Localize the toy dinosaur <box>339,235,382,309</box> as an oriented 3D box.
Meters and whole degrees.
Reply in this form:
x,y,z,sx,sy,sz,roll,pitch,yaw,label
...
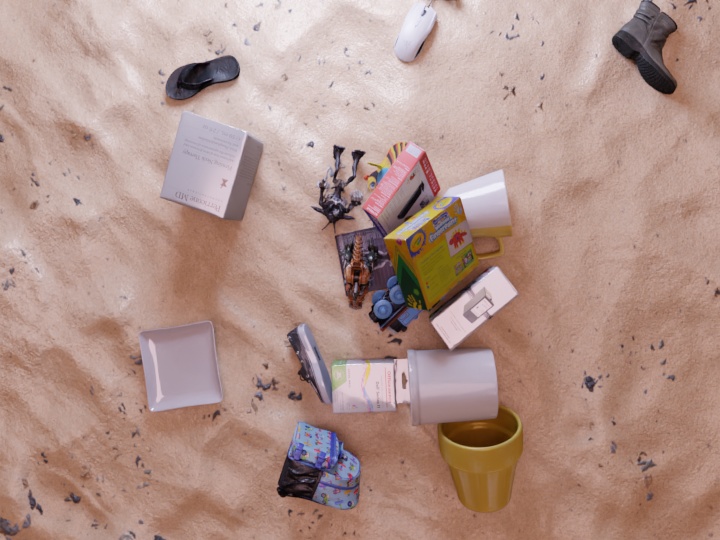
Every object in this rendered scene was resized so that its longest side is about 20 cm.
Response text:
x,y,z,sx,sy,sz,roll,pitch,yaw,label
0.000,0.000,1.492,0.099,0.138,0.202,20,136,-11,toy dinosaur

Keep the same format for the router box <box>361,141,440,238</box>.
x,y,z,sx,sy,sz,roll,pitch,yaw,label
0.098,-0.166,1.458,0.048,0.200,0.181,34,87,23,router box

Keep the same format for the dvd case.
x,y,z,sx,sy,sz,roll,pitch,yaw,label
0.045,-0.032,1.568,0.193,0.016,0.154,-12,90,5,dvd case

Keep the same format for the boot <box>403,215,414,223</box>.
x,y,z,sx,sy,sz,roll,pitch,yaw,label
0.167,-0.043,1.491,0.198,0.073,0.077,32,54,-33,boot

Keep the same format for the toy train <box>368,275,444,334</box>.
x,y,z,sx,sy,sz,roll,pitch,yaw,label
0.111,0.068,1.526,0.114,0.087,0.200,42,103,-17,toy train

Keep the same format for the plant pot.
x,y,z,sx,sy,sz,roll,pitch,yaw,label
0.281,0.441,1.489,0.194,0.201,0.195,-5,108,4,plant pot

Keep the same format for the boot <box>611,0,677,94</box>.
x,y,z,sx,sy,sz,roll,pitch,yaw,label
0.692,-0.522,1.483,0.131,0.068,0.200,-44,90,-1,boot

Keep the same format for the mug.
x,y,z,sx,sy,sz,roll,pitch,yaw,label
0.272,-0.125,1.489,0.148,0.149,0.193,-9,84,12,mug

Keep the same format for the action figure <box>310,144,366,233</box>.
x,y,z,sx,sy,sz,roll,pitch,yaw,label
-0.051,-0.193,1.528,0.115,0.102,0.207,12,91,-7,action figure

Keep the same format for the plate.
x,y,z,sx,sy,sz,roll,pitch,yaw,label
-0.446,0.239,1.604,0.193,0.032,0.207,-9,91,5,plate

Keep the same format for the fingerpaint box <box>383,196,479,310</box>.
x,y,z,sx,sy,sz,roll,pitch,yaw,label
0.158,-0.041,1.396,0.199,0.072,0.171,-37,117,-34,fingerpaint box

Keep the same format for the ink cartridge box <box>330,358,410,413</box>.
x,y,z,sx,sy,sz,roll,pitch,yaw,label
0.029,0.278,1.553,0.193,0.067,0.121,-4,91,4,ink cartridge box

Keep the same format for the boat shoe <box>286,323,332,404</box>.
x,y,z,sx,sy,sz,roll,pitch,yaw,label
-0.127,0.236,1.565,0.065,0.070,0.205,-23,90,12,boat shoe

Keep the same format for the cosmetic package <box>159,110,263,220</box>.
x,y,z,sx,sy,sz,roll,pitch,yaw,label
-0.346,-0.241,1.514,0.162,0.166,0.206,17,94,3,cosmetic package

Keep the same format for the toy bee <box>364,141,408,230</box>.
x,y,z,sx,sy,sz,roll,pitch,yaw,label
0.052,-0.221,1.513,0.201,0.131,0.109,-48,49,1,toy bee

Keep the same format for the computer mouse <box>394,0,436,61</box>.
x,y,z,sx,sy,sz,roll,pitch,yaw,label
0.146,-0.598,1.527,0.107,0.044,0.204,26,93,2,computer mouse

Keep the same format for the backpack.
x,y,z,sx,sy,sz,roll,pitch,yaw,label
-0.083,0.467,1.512,0.194,0.183,0.138,20,99,0,backpack

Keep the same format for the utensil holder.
x,y,z,sx,sy,sz,roll,pitch,yaw,label
0.208,0.266,1.474,0.193,0.170,0.176,-3,92,3,utensil holder

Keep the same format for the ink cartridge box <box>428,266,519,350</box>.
x,y,z,sx,sy,sz,roll,pitch,yaw,label
0.259,0.084,1.491,0.198,0.145,0.085,-39,88,4,ink cartridge box

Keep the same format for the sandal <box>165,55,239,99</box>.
x,y,z,sx,sy,sz,roll,pitch,yaw,label
-0.393,-0.481,1.568,0.195,0.048,0.078,-20,91,4,sandal
